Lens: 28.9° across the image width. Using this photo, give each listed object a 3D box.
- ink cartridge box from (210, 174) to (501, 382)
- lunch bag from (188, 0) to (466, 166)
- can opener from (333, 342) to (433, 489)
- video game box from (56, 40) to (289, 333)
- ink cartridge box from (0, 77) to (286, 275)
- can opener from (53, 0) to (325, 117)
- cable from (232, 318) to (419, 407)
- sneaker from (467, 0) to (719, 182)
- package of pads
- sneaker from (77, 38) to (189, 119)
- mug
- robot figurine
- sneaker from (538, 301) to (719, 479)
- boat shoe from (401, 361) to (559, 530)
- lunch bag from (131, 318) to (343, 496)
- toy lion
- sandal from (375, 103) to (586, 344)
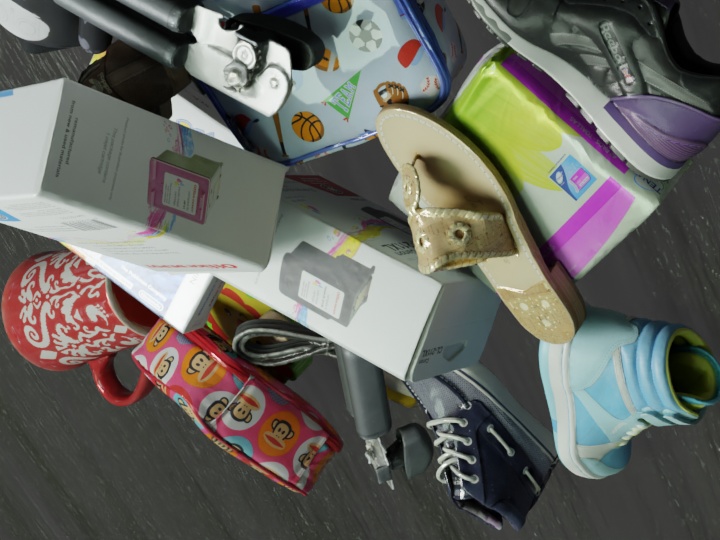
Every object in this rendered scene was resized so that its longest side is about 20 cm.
[{"bbox_3d":[0.000,0.000,1.107,0.199,0.146,0.083,27,105,23],"label":"ink cartridge box"},{"bbox_3d":[-0.036,-0.165,0.990,0.199,0.076,0.161,-16,120,31],"label":"lunch bag"},{"bbox_3d":[0.022,0.115,1.227,0.053,0.066,0.201,-118,13,-45],"label":"can opener"},{"bbox_3d":[-0.183,-0.075,1.236,0.199,0.047,0.183,34,107,14],"label":"video game box"},{"bbox_3d":[-0.175,-0.061,1.006,0.199,0.085,0.144,21,166,-41],"label":"ink cartridge box"},{"bbox_3d":[-0.121,-0.166,0.946,0.199,0.066,0.053,27,125,15],"label":"can opener"},{"bbox_3d":[-0.013,0.074,1.238,0.199,0.051,0.097,10,138,-8],"label":"cable"},{"bbox_3d":[0.151,-0.156,0.865,0.200,0.076,0.088,43,128,0],"label":"sneaker"},{"bbox_3d":[0.116,-0.065,0.986,0.154,0.068,0.200,41,147,3],"label":"package of pads"},{"bbox_3d":[-0.184,-0.140,1.054,0.071,0.075,0.200,65,165,-2],"label":"sneaker"},{"bbox_3d":[-0.257,0.041,1.477,0.177,0.134,0.199,42,146,-26],"label":"mug"},{"bbox_3d":[-0.235,-0.258,1.103,0.150,0.125,0.200,30,147,2],"label":"robot figurine"},{"bbox_3d":[0.215,0.106,1.069,0.130,0.080,0.200,9,146,27],"label":"sneaker"},{"bbox_3d":[0.088,0.141,1.190,0.200,0.093,0.075,39,151,-22],"label":"boat shoe"},{"bbox_3d":[-0.125,0.123,1.355,0.200,0.082,0.176,42,172,-34],"label":"lunch bag"},{"bbox_3d":[-0.119,0.024,1.361,0.200,0.069,0.192,48,155,-6],"label":"toy lion"},{"bbox_3d":[0.073,-0.015,0.957,0.212,0.070,0.077,49,146,-16],"label":"sandal"}]
